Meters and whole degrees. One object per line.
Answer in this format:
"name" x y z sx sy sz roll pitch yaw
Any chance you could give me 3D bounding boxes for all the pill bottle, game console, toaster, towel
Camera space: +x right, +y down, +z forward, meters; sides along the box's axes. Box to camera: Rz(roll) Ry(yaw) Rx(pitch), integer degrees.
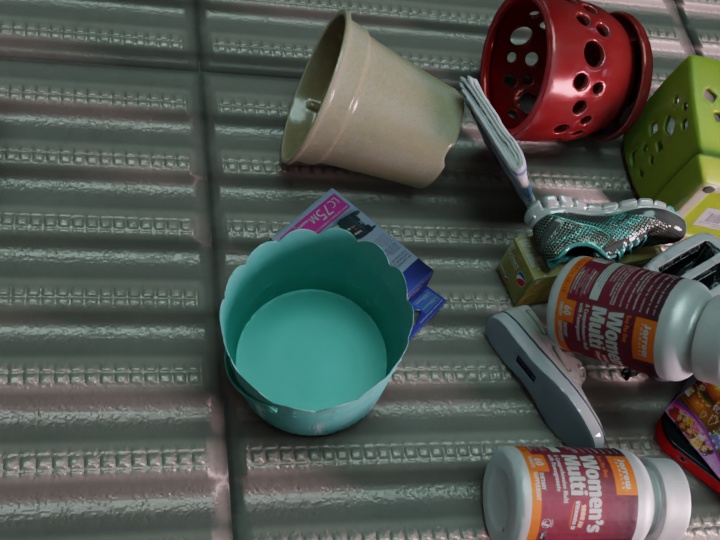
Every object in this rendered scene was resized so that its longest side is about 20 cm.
"pill bottle" 0.240 0.243 1.110 0.199 0.110 0.110 3 56 -14
"game console" 0.465 0.203 1.255 0.200 0.031 0.177 38 55 10
"pill bottle" 0.313 0.056 1.134 0.199 0.110 0.110 15 44 39
"toaster" 0.392 0.043 1.271 0.199 0.130 0.114 -24 52 -29
"towel" 0.182 -0.150 1.320 0.024 0.200 0.147 -31 68 7

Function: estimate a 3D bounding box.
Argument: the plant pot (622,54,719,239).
"plant pot" 0.482 -0.140 1.397 0.199 0.199 0.182 11 61 -10

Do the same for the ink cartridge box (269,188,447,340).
"ink cartridge box" 0.000 0.000 1.249 0.200 0.042 0.119 41 56 10

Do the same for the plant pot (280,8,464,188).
"plant pot" 0.022 -0.196 1.311 0.183 0.201 0.201 20 53 -17

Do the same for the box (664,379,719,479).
"box" 0.447 0.192 1.152 0.039 0.137 0.200 -19 62 -38

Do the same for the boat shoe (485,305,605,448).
"boat shoe" 0.230 0.122 1.219 0.070 0.071 0.200 -23 59 -25

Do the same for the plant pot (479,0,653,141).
"plant pot" 0.284 -0.273 1.420 0.182 0.201 0.201 1 57 -19

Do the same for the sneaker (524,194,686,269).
"sneaker" 0.298 -0.034 1.259 0.199 0.078 0.092 0 59 -5

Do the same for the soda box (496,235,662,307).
"soda box" 0.278 -0.011 1.320 0.199 0.068 0.064 -9 60 -22

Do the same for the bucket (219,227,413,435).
"bucket" -0.050 0.071 1.104 0.206 0.135 0.208 2 64 -5
